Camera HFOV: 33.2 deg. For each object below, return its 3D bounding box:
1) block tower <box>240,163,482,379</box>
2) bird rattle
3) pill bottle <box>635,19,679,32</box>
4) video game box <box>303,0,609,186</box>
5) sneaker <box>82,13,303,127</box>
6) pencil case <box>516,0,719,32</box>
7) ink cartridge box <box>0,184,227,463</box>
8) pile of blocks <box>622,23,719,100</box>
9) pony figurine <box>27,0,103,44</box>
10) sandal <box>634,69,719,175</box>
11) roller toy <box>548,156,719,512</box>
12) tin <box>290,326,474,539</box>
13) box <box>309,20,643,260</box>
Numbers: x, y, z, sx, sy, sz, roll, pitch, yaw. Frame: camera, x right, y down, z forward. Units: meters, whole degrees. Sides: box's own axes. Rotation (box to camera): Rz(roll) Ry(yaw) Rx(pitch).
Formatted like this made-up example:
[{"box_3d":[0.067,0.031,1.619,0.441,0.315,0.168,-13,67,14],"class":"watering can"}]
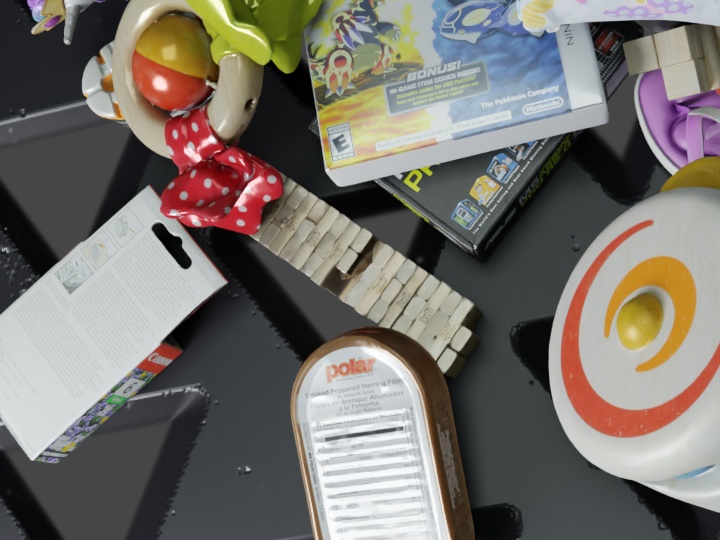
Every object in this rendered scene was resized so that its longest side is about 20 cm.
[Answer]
[{"box_3d":[0.000,0.000,0.886,0.200,0.058,0.054,35,89,15],"class":"block tower"},{"box_3d":[-0.109,-0.130,0.850,0.163,0.112,0.201,32,122,29],"class":"bird rattle"},{"box_3d":[0.257,-0.267,0.846,0.200,0.112,0.112,-45,73,2],"class":"pill bottle"},{"box_3d":[0.059,-0.171,0.848,0.199,0.047,0.183,-13,74,11],"class":"video game box"},{"box_3d":[-0.118,-0.173,0.940,0.199,0.077,0.079,-26,75,1],"class":"sneaker"},{"box_3d":[0.195,-0.195,0.762,0.199,0.083,0.091,2,104,6],"class":"pencil case"},{"box_3d":[-0.199,0.042,0.929,0.200,0.050,0.109,-41,73,2],"class":"ink cartridge box"},{"box_3d":[0.282,-0.149,0.837,0.199,0.082,0.063,-13,94,0],"class":"pile of blocks"},{"box_3d":[-0.197,-0.289,0.952,0.199,0.167,0.194,-26,77,-10],"class":"pony figurine"},{"box_3d":[0.265,-0.073,0.838,0.082,0.050,0.203,-32,74,6],"class":"sandal"},{"box_3d":[0.213,0.047,0.743,0.201,0.139,0.183,-57,32,17],"class":"roller toy"},{"box_3d":[0.014,0.140,0.837,0.111,0.042,0.201,-11,90,20],"class":"tin"},{"box_3d":[0.085,-0.134,0.888,0.160,0.044,0.200,39,90,17],"class":"box"}]
